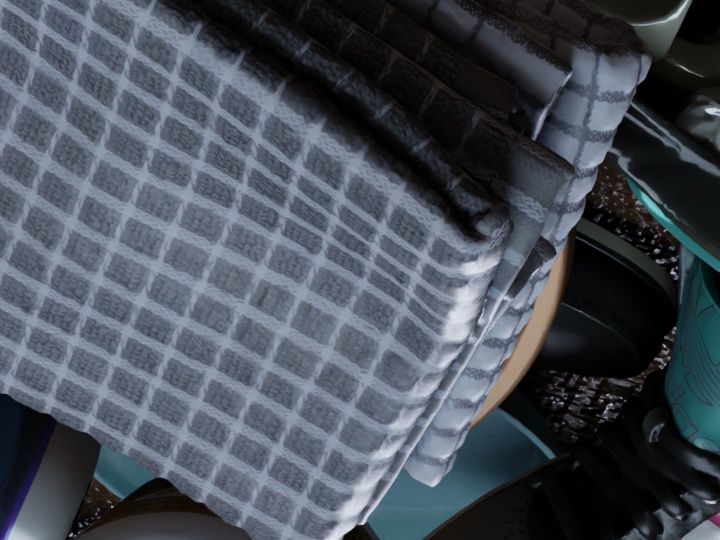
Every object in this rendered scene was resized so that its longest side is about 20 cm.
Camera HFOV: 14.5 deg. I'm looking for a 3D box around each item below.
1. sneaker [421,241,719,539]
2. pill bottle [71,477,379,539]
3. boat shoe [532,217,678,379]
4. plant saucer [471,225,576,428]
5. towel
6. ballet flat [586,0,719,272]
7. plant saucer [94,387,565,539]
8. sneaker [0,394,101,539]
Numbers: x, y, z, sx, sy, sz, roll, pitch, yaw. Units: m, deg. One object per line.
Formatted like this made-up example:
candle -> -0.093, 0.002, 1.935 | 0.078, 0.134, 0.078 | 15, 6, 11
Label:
sneaker -> 0.094, 0.050, 0.834 | 0.199, 0.084, 0.121 | -24, 142, -10
pill bottle -> -0.044, 0.120, 0.905 | 0.114, 0.115, 0.200 | 14, -174, 5
boat shoe -> 0.000, 0.002, 0.886 | 0.201, 0.063, 0.074 | 16, 147, -1
plant saucer -> -0.038, -0.019, 0.819 | 0.199, 0.032, 0.201 | 7, 123, 11
towel -> -0.048, -0.028, 0.722 | 0.200, 0.086, 0.166 | 32, 133, 6
ballet flat -> 0.081, -0.055, 0.747 | 0.200, 0.068, 0.068 | 32, 135, -23
plant saucer -> -0.012, 0.057, 1.006 | 0.199, 0.036, 0.200 | 13, 149, 8
sneaker -> -0.178, 0.048, 0.957 | 0.146, 0.081, 0.200 | 24, 178, -19
